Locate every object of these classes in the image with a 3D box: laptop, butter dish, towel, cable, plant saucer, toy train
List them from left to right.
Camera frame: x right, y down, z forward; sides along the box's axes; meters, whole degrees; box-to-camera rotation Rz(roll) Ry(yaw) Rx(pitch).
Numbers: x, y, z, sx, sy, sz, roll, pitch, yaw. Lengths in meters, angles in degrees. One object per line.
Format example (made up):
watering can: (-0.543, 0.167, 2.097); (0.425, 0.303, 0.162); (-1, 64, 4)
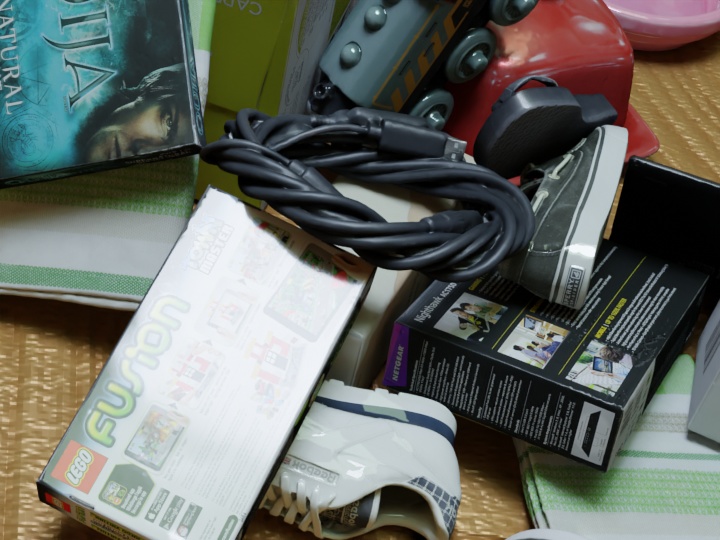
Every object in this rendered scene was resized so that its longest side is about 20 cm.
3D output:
towel: (-0.168, -0.080, 1.040); (0.148, 0.031, 0.202); (7, 84, 9)
cable: (0.001, -0.046, 0.999); (0.199, 0.051, 0.163); (9, 30, -23)
toy train: (0.040, -0.169, 1.153); (0.114, 0.200, 0.085); (6, 37, -54)
butter dish: (0.118, -0.175, 1.259); (0.199, 0.148, 0.200); (-13, 48, -28)
towel: (0.166, 0.127, 1.045); (0.148, 0.031, 0.201); (6, 40, -14)
plant saucer: (0.231, -0.253, 1.451); (0.199, 0.051, 0.201); (8, 42, -7)
laptop: (0.276, -0.040, 1.159); (0.186, 0.200, 0.116); (19, 65, 10)

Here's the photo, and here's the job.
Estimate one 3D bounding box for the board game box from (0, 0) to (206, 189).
board game box: (-0.169, -0.159, 1.012); (0.134, 0.028, 0.201); (-10, 82, 8)

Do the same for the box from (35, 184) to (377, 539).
box: (-0.081, 0.060, 0.929); (0.110, 0.035, 0.201); (26, 65, 5)

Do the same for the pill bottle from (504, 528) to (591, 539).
pill bottle: (0.067, 0.231, 0.834); (0.114, 0.115, 0.200); (30, 44, 16)

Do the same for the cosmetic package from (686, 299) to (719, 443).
cosmetic package: (0.317, 0.084, 1.073); (0.199, 0.085, 0.108); (22, 33, 1)

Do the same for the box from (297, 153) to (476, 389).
box: (0.000, 0.000, 1.076); (0.077, 0.095, 0.200); (25, 44, 10)

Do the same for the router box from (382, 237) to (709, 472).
router box: (0.122, 0.036, 1.069); (0.148, 0.051, 0.200); (21, 31, 18)

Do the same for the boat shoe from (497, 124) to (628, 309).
boat shoe: (0.131, -0.047, 1.091); (0.063, 0.071, 0.200); (16, 29, 8)

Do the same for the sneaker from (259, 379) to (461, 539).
sneaker: (-0.038, 0.109, 0.967); (0.198, 0.077, 0.081); (6, 53, -8)

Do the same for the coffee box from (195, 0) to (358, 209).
coffee box: (-0.115, -0.195, 1.168); (0.199, 0.201, 0.198); (20, 42, 6)

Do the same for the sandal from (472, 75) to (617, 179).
sandal: (0.116, -0.098, 1.126); (0.043, 0.076, 0.200); (52, 17, 11)
